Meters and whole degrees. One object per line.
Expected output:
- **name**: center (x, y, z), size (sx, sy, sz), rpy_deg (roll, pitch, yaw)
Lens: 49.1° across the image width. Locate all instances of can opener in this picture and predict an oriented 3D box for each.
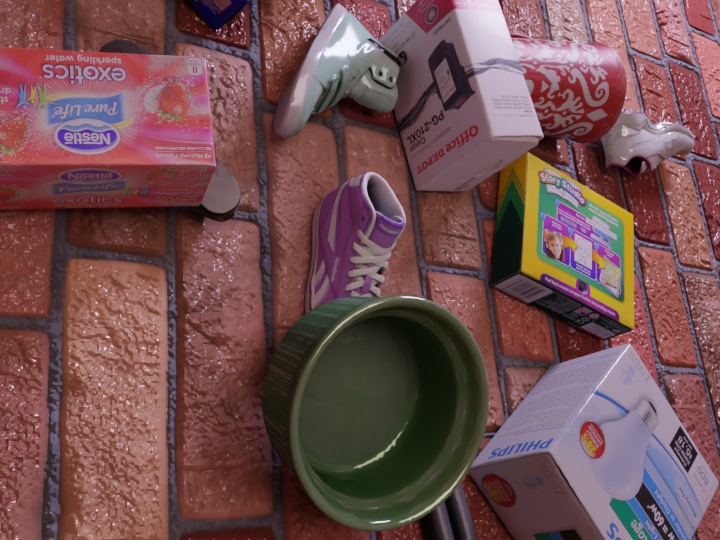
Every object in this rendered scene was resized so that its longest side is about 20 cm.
- **can opener**: center (0.099, 0.268, 0.775), size (0.052, 0.066, 0.202), rpy_deg (-5, 70, -34)

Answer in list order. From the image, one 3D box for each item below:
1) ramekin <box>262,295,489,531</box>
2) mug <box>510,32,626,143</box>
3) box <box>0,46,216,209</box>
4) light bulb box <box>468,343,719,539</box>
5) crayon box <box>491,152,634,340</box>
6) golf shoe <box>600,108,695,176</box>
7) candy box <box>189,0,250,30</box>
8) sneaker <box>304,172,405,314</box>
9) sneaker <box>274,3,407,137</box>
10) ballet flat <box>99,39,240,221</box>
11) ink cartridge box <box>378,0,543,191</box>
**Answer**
- **ramekin**: center (0.009, 0.118, 0.709), size (0.198, 0.097, 0.203), rpy_deg (-4, 97, -29)
- **mug**: center (0.217, -0.244, 1.045), size (0.198, 0.177, 0.135), rpy_deg (-3, 110, -31)
- **box**: center (-0.227, -0.113, 0.651), size (0.197, 0.095, 0.104), rpy_deg (-2, 75, -21)
- **light bulb box**: center (0.257, 0.225, 0.860), size (0.200, 0.124, 0.199), rpy_deg (-38, 95, -39)
- **crayon box**: center (0.263, -0.029, 1.008), size (0.198, 0.058, 0.174), rpy_deg (25, 58, -25)
- **golf shoe**: center (0.430, -0.183, 1.189), size (0.198, 0.075, 0.093), rpy_deg (5, 84, -31)
- **candy box**: center (-0.140, -0.389, 0.845), size (0.169, 0.077, 0.201), rpy_deg (49, 51, -22)
- **sneaker**: center (-0.001, 0.000, 0.778), size (0.072, 0.114, 0.203), rpy_deg (7, 69, -34)
- **sneaker**: center (-0.015, -0.200, 0.869), size (0.117, 0.074, 0.202), rpy_deg (32, 54, -13)
- **ballet flat**: center (-0.183, -0.130, 0.752), size (0.067, 0.046, 0.201), rpy_deg (-38, 89, -19)
- **ink cartridge box**: center (0.110, -0.211, 0.918), size (0.083, 0.144, 0.203), rpy_deg (-6, 75, -34)
